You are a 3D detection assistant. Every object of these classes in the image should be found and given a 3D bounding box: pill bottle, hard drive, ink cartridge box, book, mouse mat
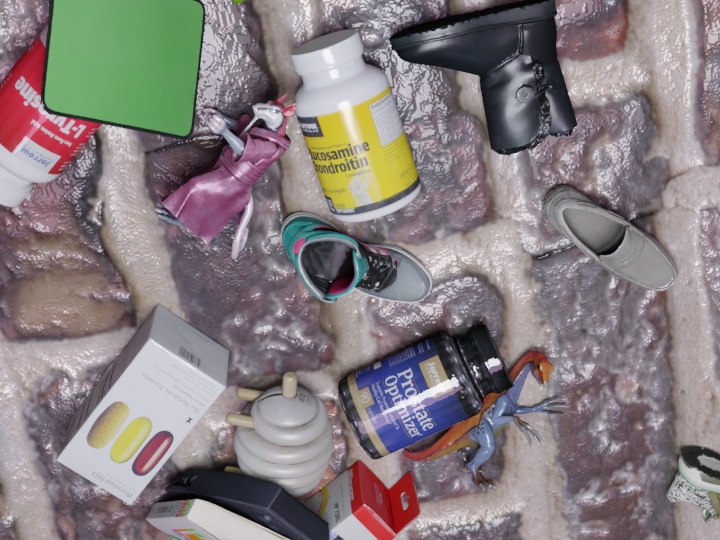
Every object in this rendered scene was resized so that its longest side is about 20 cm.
[{"bbox_3d":[0.082,0.146,1.451,0.200,0.112,0.112,-26,110,5],"label":"pill bottle"},{"bbox_3d":[-0.137,0.298,1.456,0.135,0.200,0.042,45,59,-35],"label":"hard drive"},{"bbox_3d":[-0.022,0.327,1.509,0.200,0.116,0.067,-40,108,10],"label":"ink cartridge box"},{"bbox_3d":[-0.184,0.330,1.466,0.134,0.200,0.048,33,67,-13],"label":"book"},{"bbox_3d":[-0.250,-0.233,1.252,0.200,0.008,0.161,6,90,-47],"label":"mouse mat"},{"bbox_3d":[-0.354,-0.172,1.298,0.112,0.112,0.200,39,103,-16],"label":"pill bottle"},{"bbox_3d":[-0.010,-0.165,1.327,0.112,0.112,0.200,-19,111,3],"label":"pill bottle"}]

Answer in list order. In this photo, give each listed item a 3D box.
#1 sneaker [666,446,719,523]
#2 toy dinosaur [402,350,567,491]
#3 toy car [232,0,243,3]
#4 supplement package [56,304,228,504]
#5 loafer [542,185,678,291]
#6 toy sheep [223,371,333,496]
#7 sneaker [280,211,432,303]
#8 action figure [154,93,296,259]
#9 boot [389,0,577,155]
[{"bbox_3d":[0.500,0.308,1.576,0.200,0.077,0.089,24,120,-7],"label":"sneaker"},{"bbox_3d":[0.170,0.183,1.482,0.200,0.105,0.182,11,100,-3],"label":"toy dinosaur"},{"bbox_3d":[-0.086,-0.359,1.201,0.164,0.200,0.158,-23,110,4],"label":"toy car"},{"bbox_3d":[-0.264,0.164,1.432,0.114,0.110,0.200,35,104,-15],"label":"supplement package"},{"bbox_3d":[0.308,-0.031,1.424,0.200,0.070,0.070,30,106,-14],"label":"loafer"},{"bbox_3d":[-0.098,0.207,1.453,0.138,0.138,0.200,2,129,-5],"label":"toy sheep"},{"bbox_3d":[0.000,0.000,1.385,0.200,0.121,0.084,22,107,-12],"label":"sneaker"},{"bbox_3d":[-0.134,-0.114,1.322,0.149,0.134,0.200,43,108,-14],"label":"action figure"},{"bbox_3d":[0.144,-0.212,1.339,0.200,0.076,0.168,-13,107,-6],"label":"boot"}]
